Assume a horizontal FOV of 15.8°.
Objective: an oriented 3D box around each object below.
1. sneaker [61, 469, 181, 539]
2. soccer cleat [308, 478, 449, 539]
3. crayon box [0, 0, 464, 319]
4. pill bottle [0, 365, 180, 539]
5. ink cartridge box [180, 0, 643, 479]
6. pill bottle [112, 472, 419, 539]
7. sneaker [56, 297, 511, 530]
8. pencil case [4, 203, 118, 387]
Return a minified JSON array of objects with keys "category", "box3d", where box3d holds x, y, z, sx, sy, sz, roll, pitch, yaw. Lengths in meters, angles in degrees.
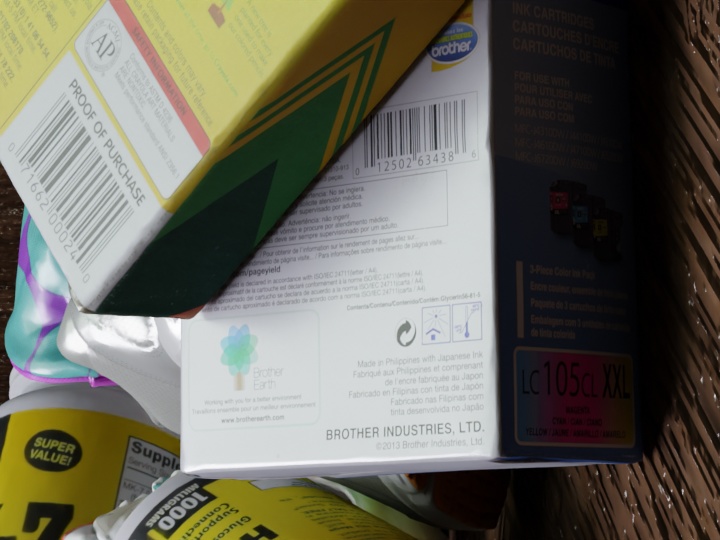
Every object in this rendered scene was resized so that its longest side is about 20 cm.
[{"category":"sneaker","box3d":[-0.076,0.106,1.093,0.200,0.093,0.070,-75,-10,-50]},{"category":"soccer cleat","box3d":[-0.008,0.174,1.041,0.069,0.077,0.200,-35,38,41]},{"category":"crayon box","box3d":[-0.039,-0.096,0.791,0.200,0.051,0.127,-48,58,28]},{"category":"pill bottle","box3d":[-0.126,0.124,1.172,0.114,0.114,0.200,104,176,-59]},{"category":"ink cartridge box","box3d":[0.013,-0.036,0.821,0.136,0.076,0.201,-6,83,40]},{"category":"pill bottle","box3d":[-0.006,0.144,0.911,0.200,0.112,0.113,21,113,57]},{"category":"sneaker","box3d":[-0.024,0.040,0.944,0.092,0.200,0.076,-11,55,40]},{"category":"pencil case","box3d":[-0.079,-0.055,0.968,0.092,0.085,0.201,-134,50,-56]}]
